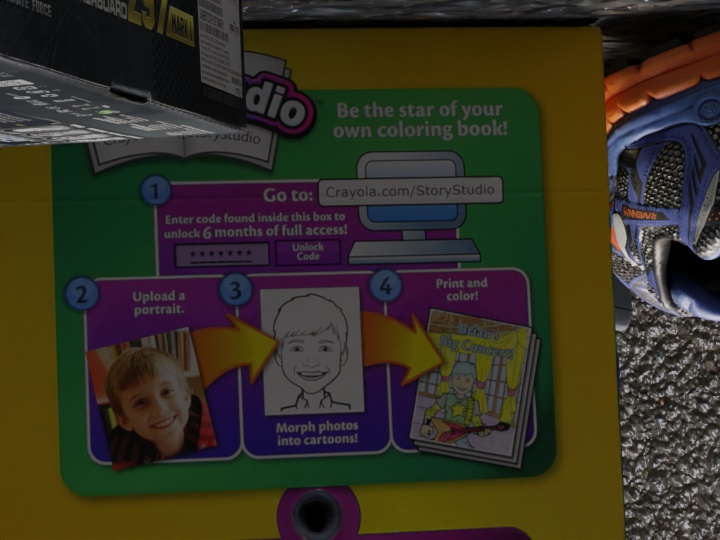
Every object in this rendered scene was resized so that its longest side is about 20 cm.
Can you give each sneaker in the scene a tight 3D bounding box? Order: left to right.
[{"bbox_3d":[0.118,-0.014,0.765,0.075,0.079,0.200,-18,161,6],"label":"sneaker"}]

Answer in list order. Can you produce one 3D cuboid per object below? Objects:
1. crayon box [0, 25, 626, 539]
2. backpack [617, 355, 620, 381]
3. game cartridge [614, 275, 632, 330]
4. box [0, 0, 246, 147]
[{"bbox_3d":[-0.021,0.011,0.691,0.200,0.173,0.058,-1,174,-10],"label":"crayon box"},{"bbox_3d":[0.028,0.027,1.087,0.200,0.168,0.163,-7,-176,3],"label":"backpack"},{"bbox_3d":[0.000,0.000,0.910,0.200,0.042,0.133,13,177,-39],"label":"game cartridge"},{"bbox_3d":[-0.126,-0.058,0.487,0.157,0.051,0.200,-3,178,13],"label":"box"}]
